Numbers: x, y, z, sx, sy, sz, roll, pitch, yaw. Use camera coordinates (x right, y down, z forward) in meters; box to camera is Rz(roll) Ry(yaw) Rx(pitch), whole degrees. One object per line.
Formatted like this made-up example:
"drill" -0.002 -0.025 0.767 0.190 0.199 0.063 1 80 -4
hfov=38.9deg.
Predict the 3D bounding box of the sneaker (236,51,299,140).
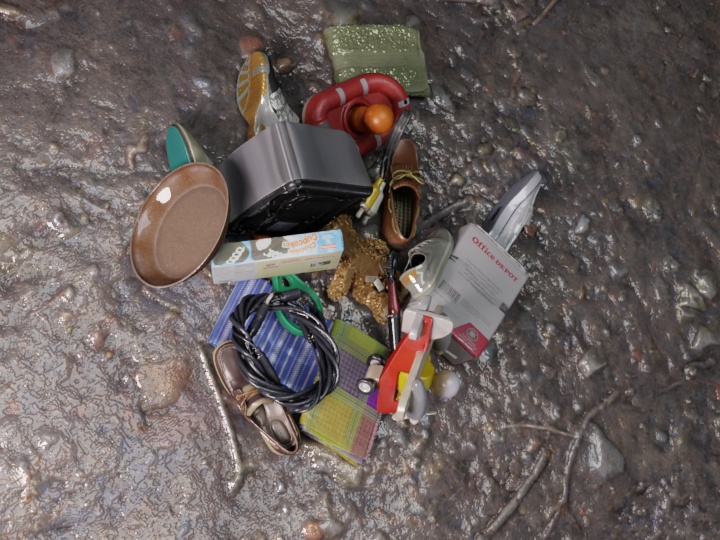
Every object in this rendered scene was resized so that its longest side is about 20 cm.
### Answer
"sneaker" -0.148 -0.264 1.700 0.087 0.075 0.201 1 76 -44

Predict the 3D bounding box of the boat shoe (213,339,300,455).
"boat shoe" -0.152 0.192 1.530 0.072 0.072 0.201 -30 93 -10

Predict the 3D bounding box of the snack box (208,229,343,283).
"snack box" -0.129 -0.020 1.558 0.199 0.116 0.037 -7 78 -9

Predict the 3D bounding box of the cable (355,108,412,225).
"cable" 0.045 -0.170 1.706 0.050 0.097 0.200 32 93 8

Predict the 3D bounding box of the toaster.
"toaster" -0.113 -0.132 1.579 0.200 0.181 0.119 1 66 -46

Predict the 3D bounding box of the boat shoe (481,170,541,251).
"boat shoe" 0.281 -0.097 1.871 0.065 0.074 0.200 45 69 -14

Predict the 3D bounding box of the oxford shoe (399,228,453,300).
"oxford shoe" 0.110 -0.024 1.713 0.058 0.075 0.200 43 33 -11

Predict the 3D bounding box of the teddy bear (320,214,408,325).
"teddy bear" 0.000 0.000 1.695 0.200 0.067 0.146 29 72 -24

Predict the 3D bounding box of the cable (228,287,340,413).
"cable" -0.113 0.118 1.533 0.163 0.051 0.201 0 62 -33

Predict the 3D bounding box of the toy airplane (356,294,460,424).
"toy airplane" 0.097 0.140 1.565 0.141 0.199 0.200 31 82 -2

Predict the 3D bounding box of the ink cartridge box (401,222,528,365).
"ink cartridge box" 0.179 0.040 1.758 0.146 0.085 0.200 43 61 -10

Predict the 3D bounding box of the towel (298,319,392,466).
"towel" -0.019 0.194 1.623 0.143 0.023 0.201 34 61 -30

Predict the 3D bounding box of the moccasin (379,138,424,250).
"moccasin" 0.073 -0.137 1.761 0.073 0.078 0.202 19 66 -21

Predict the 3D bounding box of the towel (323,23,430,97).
"towel" 0.033 -0.380 1.843 0.199 0.036 0.149 -7 77 -29

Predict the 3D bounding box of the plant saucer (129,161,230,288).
"plant saucer" -0.260 -0.063 1.510 0.037 0.200 0.201 32 58 -46

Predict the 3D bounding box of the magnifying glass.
"magnifying glass" -0.124 0.013 1.631 0.079 0.022 0.201 -21 80 -37

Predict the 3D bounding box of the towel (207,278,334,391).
"towel" -0.128 0.104 1.610 0.200 0.024 0.145 33 61 -15

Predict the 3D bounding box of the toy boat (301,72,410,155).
"toy boat" 0.008 -0.256 1.719 0.200 0.130 0.131 -30 115 -31

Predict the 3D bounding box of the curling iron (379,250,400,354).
"curling iron" 0.050 0.068 1.665 0.050 0.025 0.201 -21 110 -68

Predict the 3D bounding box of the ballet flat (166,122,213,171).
"ballet flat" -0.254 -0.134 1.599 0.069 0.069 0.201 -9 83 -30
